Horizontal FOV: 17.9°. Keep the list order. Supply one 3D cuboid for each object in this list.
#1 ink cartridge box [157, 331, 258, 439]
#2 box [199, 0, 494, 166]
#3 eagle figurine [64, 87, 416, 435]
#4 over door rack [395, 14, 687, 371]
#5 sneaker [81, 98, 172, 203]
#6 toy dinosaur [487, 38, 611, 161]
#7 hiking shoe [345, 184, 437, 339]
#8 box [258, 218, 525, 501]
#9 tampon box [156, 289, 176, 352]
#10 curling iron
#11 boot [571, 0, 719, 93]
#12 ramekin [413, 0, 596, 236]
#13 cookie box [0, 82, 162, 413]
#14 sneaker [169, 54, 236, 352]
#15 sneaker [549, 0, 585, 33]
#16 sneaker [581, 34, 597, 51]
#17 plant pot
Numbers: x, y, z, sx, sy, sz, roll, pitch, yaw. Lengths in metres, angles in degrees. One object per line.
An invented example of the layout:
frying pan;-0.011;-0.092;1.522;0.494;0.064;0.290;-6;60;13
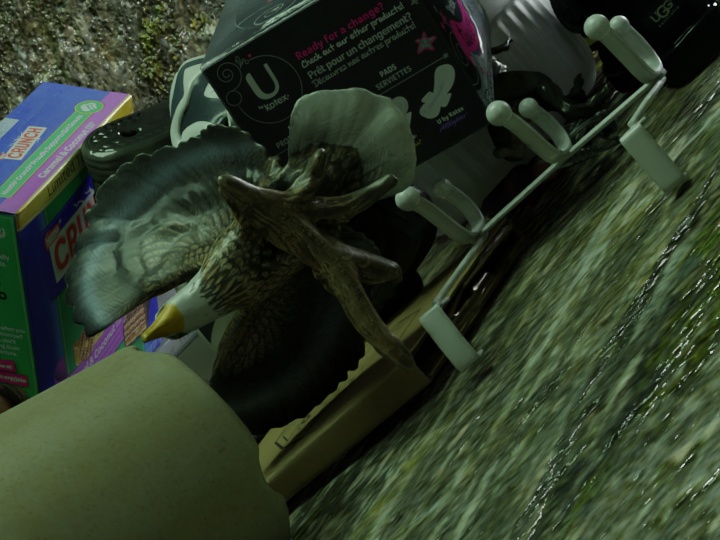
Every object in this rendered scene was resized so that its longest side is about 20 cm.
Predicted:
ink cartridge box;-0.140;0.119;1.587;0.200;0.083;0.147;-46;7;0
box;-0.003;-0.131;1.328;0.132;0.115;0.200;-30;18;13
eagle figurine;-0.060;-0.001;1.174;0.151;0.152;0.200;-3;-12;-19
over door rack;0.088;-0.053;1.159;0.148;0.067;0.200;-43;13;18
sneaker;-0.087;-0.064;1.514;0.199;0.114;0.076;-27;33;-31
toy dinosaur;0.102;-0.106;1.409;0.200;0.088;0.048;-108;22;-60
hiking shoe;0.000;0.000;1.379;0.101;0.076;0.200;-26;-15;-41
box;-0.001;0.067;1.275;0.200;0.021;0.164;-41;6;35
tampon box;-0.192;0.107;1.801;0.200;0.126;0.150;-40;8;48
curling iron;0.106;-0.054;1.350;0.050;0.026;0.200;-26;-5;-18
boot;0.134;-0.183;1.334;0.073;0.162;0.198;-44;6;1
ramekin;0.071;-0.116;1.583;0.200;0.105;0.200;-45;7;7
cookie box;-0.207;0.003;1.521;0.171;0.075;0.200;-55;-33;-52
sneaker;-0.073;-0.024;1.398;0.130;0.079;0.200;-122;34;-67
sneaker;0.202;-0.212;1.481;0.083;0.072;0.200;-21;2;-37
sneaker;0.168;-0.215;1.616;0.076;0.075;0.200;-11;-25;-47
plant pot;-0.141;0.139;1.107;0.183;0.201;0.200;-36;1;-27
